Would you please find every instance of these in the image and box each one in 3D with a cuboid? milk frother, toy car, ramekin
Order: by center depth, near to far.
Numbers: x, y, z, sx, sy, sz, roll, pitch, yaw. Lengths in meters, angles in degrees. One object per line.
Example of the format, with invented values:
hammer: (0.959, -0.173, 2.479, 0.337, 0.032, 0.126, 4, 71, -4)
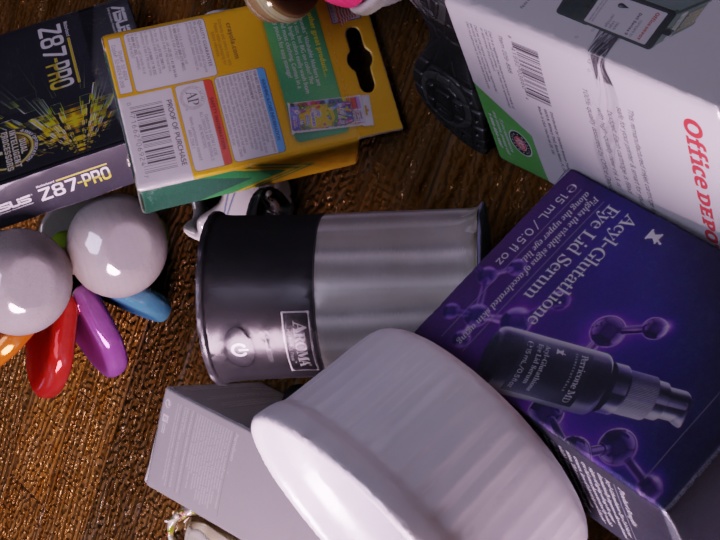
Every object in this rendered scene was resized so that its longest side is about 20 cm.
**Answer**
ramekin: (0.038, 0.129, 0.841, 0.098, 0.201, 0.200, -42, 50, -18)
milk frother: (0.000, 0.000, 1.012, 0.187, 0.181, 0.201, -1, 53, 9)
toy car: (-0.242, 0.024, 1.196, 0.175, 0.199, 0.151, 4, 113, 64)

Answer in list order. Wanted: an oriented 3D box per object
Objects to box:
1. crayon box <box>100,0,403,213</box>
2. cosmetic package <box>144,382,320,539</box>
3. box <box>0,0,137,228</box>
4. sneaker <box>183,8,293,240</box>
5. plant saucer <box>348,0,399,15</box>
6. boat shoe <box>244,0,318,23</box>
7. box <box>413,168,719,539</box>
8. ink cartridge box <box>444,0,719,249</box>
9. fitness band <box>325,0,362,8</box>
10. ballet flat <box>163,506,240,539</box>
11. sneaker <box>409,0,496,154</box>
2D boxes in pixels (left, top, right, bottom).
crayon box: (-0.081, -0.129, 1.081, 0.052, 0.198, 0.127, 102, 153, -72)
cosmetic package: (-0.053, 0.151, 1.064, 0.199, 0.106, 0.091, 25, 104, 42)
box: (-0.245, -0.133, 1.188, 0.201, 0.160, 0.049, -112, 8, -45)
sneaker: (-0.105, -0.111, 1.133, 0.074, 0.087, 0.202, -20, 74, 44)
plant saucer: (0.052, -0.262, 0.988, 0.200, 0.050, 0.202, -161, 90, -73)
boat shoe: (-0.071, -0.249, 1.086, 0.063, 0.073, 0.202, -34, 45, 32)
box: (0.156, 0.058, 0.833, 0.148, 0.105, 0.200, -46, 49, -14)
ink cartridge box: (0.161, -0.102, 0.844, 0.084, 0.146, 0.199, -45, 50, -17)
fitness band: (0.005, -0.267, 1.002, 0.201, 0.037, 0.144, -92, 24, -52)
ballet flat: (-0.078, 0.232, 1.111, 0.199, 0.064, 0.076, 19, 100, 41)
sneaker: (0.082, -0.155, 0.935, 0.076, 0.091, 0.201, 44, 160, 30)
